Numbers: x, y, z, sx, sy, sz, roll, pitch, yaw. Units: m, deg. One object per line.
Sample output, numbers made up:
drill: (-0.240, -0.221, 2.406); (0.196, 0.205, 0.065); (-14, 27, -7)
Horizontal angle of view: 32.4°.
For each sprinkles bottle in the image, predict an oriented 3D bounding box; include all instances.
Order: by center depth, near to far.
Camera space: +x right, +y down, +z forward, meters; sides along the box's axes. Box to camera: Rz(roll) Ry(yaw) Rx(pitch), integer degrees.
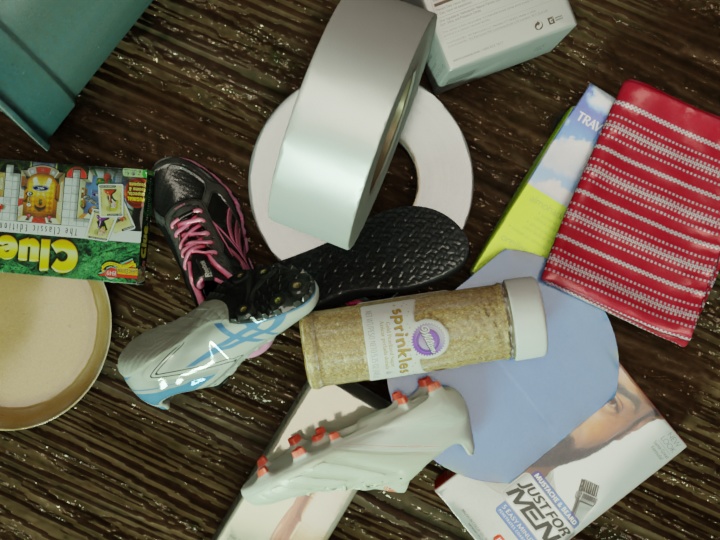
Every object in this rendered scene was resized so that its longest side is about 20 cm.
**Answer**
sprinkles bottle: (0.052, 0.052, 1.029); (0.200, 0.068, 0.068); (-9, 90, 0)

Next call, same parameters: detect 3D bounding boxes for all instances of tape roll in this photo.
tape roll: (-0.005, -0.122, 0.986); (0.071, 0.202, 0.203); (20, 91, 4)
tape roll: (0.001, -0.077, 1.119); (0.200, 0.066, 0.201); (0, 90, 2)

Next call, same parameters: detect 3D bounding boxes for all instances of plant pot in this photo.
plant pot: (-0.281, -0.242, 1.075); (0.200, 0.200, 0.196); (43, 85, 1)
plant pot: (-0.327, 0.048, 1.154); (0.200, 0.027, 0.200); (0, 91, 2)

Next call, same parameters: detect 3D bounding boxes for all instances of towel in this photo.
towel: (0.256, -0.053, 1.070); (0.145, 0.022, 0.200); (25, 80, -2)

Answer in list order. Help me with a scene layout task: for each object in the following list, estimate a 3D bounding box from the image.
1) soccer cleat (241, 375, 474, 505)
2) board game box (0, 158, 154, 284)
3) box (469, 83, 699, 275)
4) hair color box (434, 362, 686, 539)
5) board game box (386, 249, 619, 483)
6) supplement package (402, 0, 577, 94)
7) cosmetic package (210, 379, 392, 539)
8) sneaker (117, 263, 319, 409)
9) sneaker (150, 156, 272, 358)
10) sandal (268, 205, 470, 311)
soccer cleat: (0.000, 0.158, 1.024); (0.200, 0.069, 0.078); (-24, 97, -3)
board game box: (-0.289, -0.047, 1.119); (0.200, 0.023, 0.105); (4, 92, 8)
box: (0.200, -0.052, 1.119); (0.122, 0.048, 0.200); (32, 92, 1)
hair color box: (0.177, 0.174, 1.116); (0.200, 0.064, 0.111); (-39, 88, 1)
board game box: (0.124, 0.085, 1.081); (0.200, 0.039, 0.158); (-40, 87, -1)
supplement package: (0.089, -0.275, 1.082); (0.120, 0.121, 0.200); (-21, 89, -3)
cosmetic package: (-0.053, 0.191, 1.106); (0.087, 0.103, 0.200); (31, 93, -1)
sneaker: (-0.112, 0.056, 1.042); (0.200, 0.072, 0.072); (-27, 126, 24)
sneaker: (-0.136, -0.013, 1.112); (0.079, 0.095, 0.200); (-27, 89, 5)
sandal: (0.000, 0.000, 1.067); (0.200, 0.045, 0.075); (-18, 64, 16)
